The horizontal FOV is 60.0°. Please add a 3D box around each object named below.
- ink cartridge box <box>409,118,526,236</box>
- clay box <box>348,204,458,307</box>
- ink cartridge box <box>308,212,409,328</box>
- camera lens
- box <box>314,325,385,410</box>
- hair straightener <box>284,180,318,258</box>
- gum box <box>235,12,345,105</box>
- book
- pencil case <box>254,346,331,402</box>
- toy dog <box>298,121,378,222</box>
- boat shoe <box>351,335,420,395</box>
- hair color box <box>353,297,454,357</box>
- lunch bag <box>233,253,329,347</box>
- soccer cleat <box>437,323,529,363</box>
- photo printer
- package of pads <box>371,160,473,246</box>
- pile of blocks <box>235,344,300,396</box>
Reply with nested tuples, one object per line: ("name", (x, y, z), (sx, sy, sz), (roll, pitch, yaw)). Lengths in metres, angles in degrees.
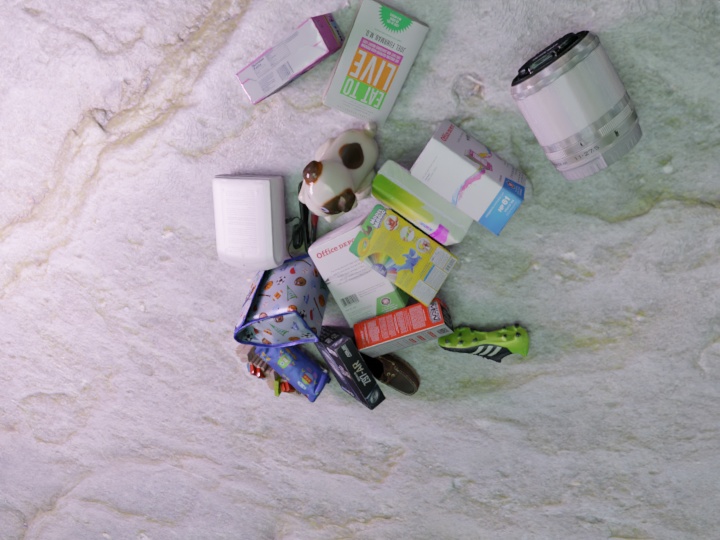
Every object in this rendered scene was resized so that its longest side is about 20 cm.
("ink cartridge box", (0.201, -0.176, 1.149), (0.197, 0.145, 0.086), (33, 121, 0))
("clay box", (0.083, -0.033, 1.240), (0.198, 0.048, 0.116), (34, 96, -6))
("ink cartridge box", (0.000, 0.000, 1.335), (0.143, 0.085, 0.204), (-21, 107, 25))
("camera lens", (0.357, -0.277, 1.042), (0.158, 0.161, 0.202), (-29, 104, 27))
("box", (-0.032, 0.213, 1.397), (0.043, 0.199, 0.163), (-34, 105, -15))
("hair straightener", (-0.128, -0.099, 1.363), (0.075, 0.041, 0.205), (11, 122, 13))
("gum box", (-0.133, -0.395, 1.173), (0.197, 0.114, 0.067), (-26, 106, 26))
("book", (0.025, -0.383, 1.155), (0.130, 0.049, 0.203), (18, 121, -15))
("pencil case", (-0.159, 0.225, 1.499), (0.199, 0.078, 0.087), (41, 100, -4))
("toy dog", (-0.037, -0.175, 1.187), (0.140, 0.201, 0.193), (46, 128, -11))
("boat shoe", (0.051, 0.226, 1.436), (0.198, 0.071, 0.071), (38, 119, -3))
("hair color box", (0.093, 0.125, 1.334), (0.195, 0.101, 0.063), (-18, 69, 16))
("lunch bag", (-0.181, 0.071, 1.370), (0.195, 0.173, 0.125), (-13, 132, 27))
("soccer cleat", (0.264, 0.163, 1.341), (0.194, 0.068, 0.083), (-5, 126, 20))
("photo printer", (-0.239, -0.102, 1.350), (0.162, 0.069, 0.207), (5, 105, 24))
("package of pads", (0.113, -0.126, 1.201), (0.197, 0.155, 0.069), (35, 90, -1))
("pile of blocks", (-0.237, 0.263, 1.552), (0.197, 0.062, 0.083), (32, 120, 2))
